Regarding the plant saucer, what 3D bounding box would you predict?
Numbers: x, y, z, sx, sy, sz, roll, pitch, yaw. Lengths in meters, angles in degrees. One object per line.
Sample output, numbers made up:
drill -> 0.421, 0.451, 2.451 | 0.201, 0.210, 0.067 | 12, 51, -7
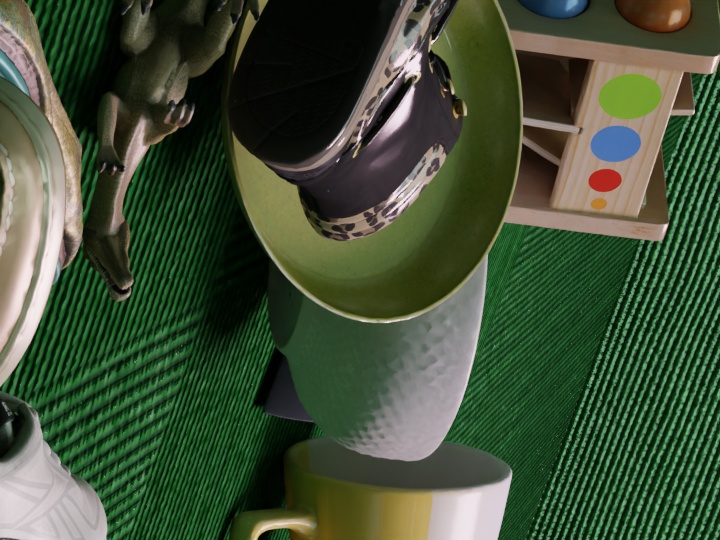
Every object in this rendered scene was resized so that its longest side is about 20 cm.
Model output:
plant saucer -> 0.001, -0.075, 1.177 | 0.200, 0.031, 0.201 | -1, 91, -45

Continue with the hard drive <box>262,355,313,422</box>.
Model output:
hard drive -> 0.003, 0.005, 1.530 | 0.135, 0.042, 0.200 | 27, 85, -79

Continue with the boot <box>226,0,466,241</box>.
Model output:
boot -> 0.017, -0.111, 1.068 | 0.200, 0.073, 0.151 | -63, 165, -13

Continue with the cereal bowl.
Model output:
cereal bowl -> 0.000, 0.000, 1.318 | 0.200, 0.083, 0.201 | -174, -90, -76

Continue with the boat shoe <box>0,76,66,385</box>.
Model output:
boat shoe -> -0.155, 0.031, 0.718 | 0.200, 0.074, 0.069 | -58, 167, 24

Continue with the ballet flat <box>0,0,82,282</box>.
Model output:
ballet flat -> -0.127, -0.059, 0.786 | 0.200, 0.071, 0.071 | 84, 31, -66

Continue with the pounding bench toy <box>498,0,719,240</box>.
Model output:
pounding bench toy -> 0.156, -0.116, 1.339 | 0.156, 0.199, 0.124 | 103, -8, -46

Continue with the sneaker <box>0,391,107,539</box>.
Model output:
sneaker -> -0.142, 0.085, 0.957 | 0.200, 0.075, 0.081 | 10, 93, -79

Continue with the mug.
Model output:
mug -> 0.001, 0.197, 1.608 | 0.149, 0.186, 0.154 | -115, -152, -78

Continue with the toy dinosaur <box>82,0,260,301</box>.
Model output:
toy dinosaur -> -0.079, -0.091, 0.992 | 0.101, 0.058, 0.200 | 127, -15, -66
